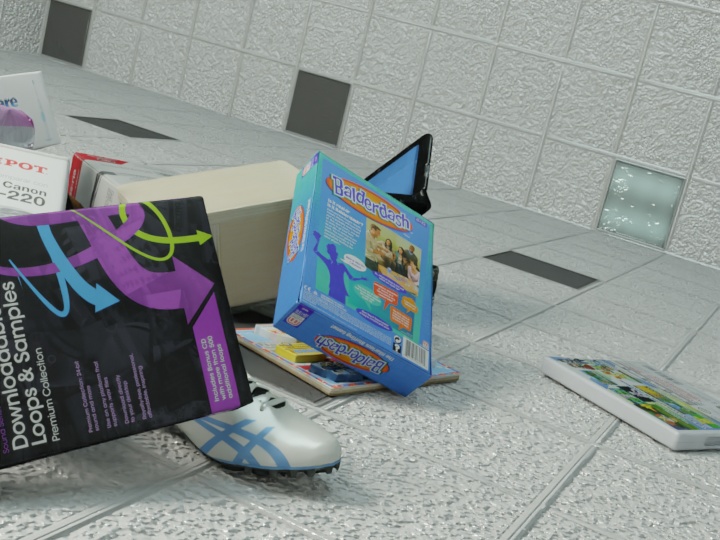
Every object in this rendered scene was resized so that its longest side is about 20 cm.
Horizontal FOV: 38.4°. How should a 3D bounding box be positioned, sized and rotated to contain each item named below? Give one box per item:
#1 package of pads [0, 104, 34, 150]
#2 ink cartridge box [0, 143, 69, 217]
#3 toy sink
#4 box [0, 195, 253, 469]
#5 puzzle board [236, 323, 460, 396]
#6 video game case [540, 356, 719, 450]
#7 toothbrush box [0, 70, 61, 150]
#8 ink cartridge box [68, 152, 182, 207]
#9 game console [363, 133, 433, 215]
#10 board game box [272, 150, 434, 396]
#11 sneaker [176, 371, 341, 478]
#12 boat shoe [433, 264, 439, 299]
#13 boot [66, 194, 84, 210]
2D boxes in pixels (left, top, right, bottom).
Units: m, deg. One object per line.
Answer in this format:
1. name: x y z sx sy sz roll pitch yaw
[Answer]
1. package of pads: -0.386 -0.100 0.867 0.196 0.077 0.120 0 2 20
2. ink cartridge box: -0.283 -0.005 0.710 0.143 0.086 0.202 11 37 -19
3. toy sink: -0.140 -0.032 1.078 0.197 0.114 0.130 -12 25 -27
4. box: -0.171 0.035 0.635 0.197 0.146 0.036 -11 -9 -36
5. puzzle board: -0.013 0.079 1.017 0.149 0.018 0.198 25 15 38
6. video game case: 0.325 0.144 1.132 0.180 0.022 0.199 7 15 -36
7. toothbrush box: -0.452 -0.149 1.120 0.197 0.087 0.146 -10 10 27
8. ink cartridge box: -0.258 -0.070 1.241 0.142 0.085 0.199 8 12 -33
9. game console: -0.014 -0.084 1.285 0.174 0.118 0.199 1 -26 -46
10. board game box: 0.000 0.000 0.978 0.151 0.045 0.202 30 41 -23
11. sneaker: -0.098 0.088 0.730 0.197 0.074 0.072 22 12 24
12. boat shoe: 0.007 0.005 1.272 0.197 0.065 0.071 8 14 -30
13. boot: -0.364 -0.082 1.098 0.198 0.069 0.187 25 -3 38
